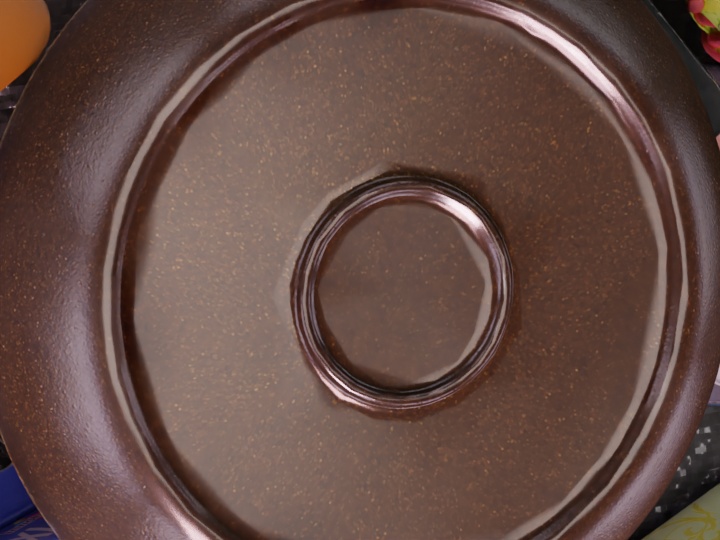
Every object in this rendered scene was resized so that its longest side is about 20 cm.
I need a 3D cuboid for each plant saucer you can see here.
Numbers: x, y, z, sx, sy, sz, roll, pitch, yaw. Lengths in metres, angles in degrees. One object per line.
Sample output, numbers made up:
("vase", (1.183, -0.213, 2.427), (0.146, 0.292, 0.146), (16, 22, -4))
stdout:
("plant saucer", (0.007, 0.004, 0.701), (0.199, 0.032, 0.202), (-3, 98, -19))

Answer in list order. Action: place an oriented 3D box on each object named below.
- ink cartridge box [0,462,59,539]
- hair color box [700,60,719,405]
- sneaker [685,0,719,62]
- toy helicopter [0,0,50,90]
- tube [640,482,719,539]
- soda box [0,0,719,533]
("ink cartridge box", (-0.075, 0.134, 0.785), (0.119, 0.042, 0.201), (-27, 106, -51))
("hair color box", (0.069, -0.014, 0.833), (0.199, 0.060, 0.101), (3, 95, -18))
("sneaker", (0.108, -0.086, 0.779), (0.199, 0.078, 0.091), (16, 114, -2))
("toy helicopter", (-0.136, 0.003, 0.696), (0.079, 0.132, 0.201), (26, 54, -19))
("tube", (0.091, 0.104, 0.854), (0.200, 0.052, 0.058), (-35, 69, -7))
("soda box", (0.000, 0.000, 0.747), (0.200, 0.063, 0.071), (-44, 107, -8))
